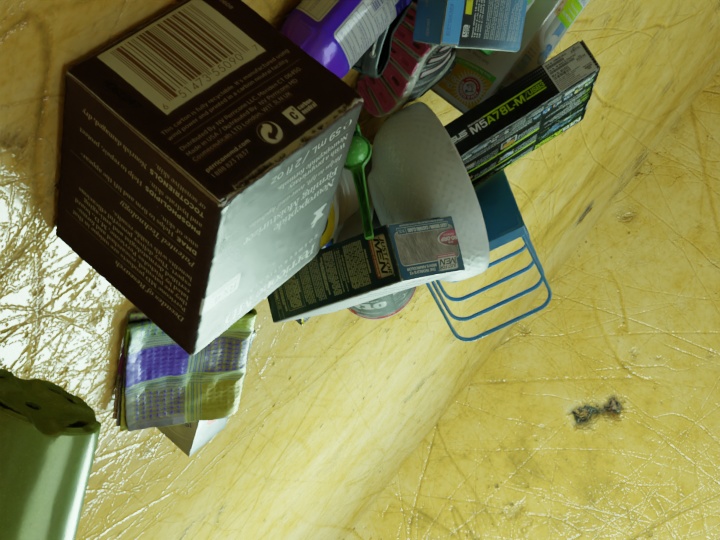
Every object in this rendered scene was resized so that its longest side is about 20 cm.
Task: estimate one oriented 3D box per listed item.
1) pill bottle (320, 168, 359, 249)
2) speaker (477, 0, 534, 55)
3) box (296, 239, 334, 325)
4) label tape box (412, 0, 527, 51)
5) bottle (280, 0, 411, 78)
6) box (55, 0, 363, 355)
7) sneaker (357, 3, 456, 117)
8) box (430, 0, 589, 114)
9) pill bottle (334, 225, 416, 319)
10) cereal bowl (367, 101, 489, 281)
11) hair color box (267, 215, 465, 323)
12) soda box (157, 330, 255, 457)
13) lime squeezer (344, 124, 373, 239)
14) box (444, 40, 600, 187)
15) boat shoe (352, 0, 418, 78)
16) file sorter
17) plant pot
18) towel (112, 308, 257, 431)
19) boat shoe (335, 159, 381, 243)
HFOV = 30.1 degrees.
[{"bbox_3d":[-0.093,-0.052,1.314,0.200,0.114,0.115,-38,160,-42],"label":"pill bottle"},{"bbox_3d":[0.170,-0.338,1.465,0.201,0.088,0.088,-54,165,8],"label":"speaker"},{"bbox_3d":[-0.073,-0.012,1.556,0.070,0.064,0.200,-46,164,-16],"label":"box"},{"bbox_3d":[0.097,-0.281,1.246,0.200,0.063,0.145,-13,113,-62],"label":"label tape box"},{"bbox_3d":[-0.032,-0.213,1.215,0.200,0.065,0.084,-49,159,-7],"label":"bottle"},{"bbox_3d":[-0.124,-0.080,1.061,0.166,0.164,0.201,-41,162,-34],"label":"box"},{"bbox_3d":[0.074,-0.252,1.424,0.087,0.074,0.200,-27,156,-56],"label":"sneaker"},{"bbox_3d":[0.165,-0.277,1.568,0.201,0.101,0.112,-54,164,9],"label":"box"},{"bbox_3d":[0.010,-0.015,1.698,0.114,0.114,0.200,-49,164,-8],"label":"pill bottle"},{"bbox_3d":[0.062,-0.076,1.455,0.083,0.201,0.200,-21,159,-8],"label":"cereal bowl"},{"bbox_3d":[0.000,0.000,1.383,0.100,0.061,0.199,-10,174,-45],"label":"hair color box"},{"bbox_3d":[-0.183,0.127,1.554,0.068,0.063,0.201,-38,160,-38],"label":"soda box"},{"bbox_3d":[-0.011,-0.132,1.304,0.037,0.202,0.071,-17,-172,-3],"label":"lime squeezer"},{"bbox_3d":[0.175,-0.167,1.545,0.199,0.048,0.193,-32,172,-2],"label":"box"},{"bbox_3d":[0.047,-0.276,1.303,0.201,0.062,0.073,-54,161,3],"label":"boat shoe"},{"bbox_3d":[0.143,-0.028,1.640,0.138,0.123,0.200,-25,-151,10],"label":"file sorter"},{"bbox_3d":[-0.314,0.194,1.154,0.191,0.199,0.200,-67,162,8],"label":"plant pot"},{"bbox_3d":[-0.187,0.106,1.431,0.142,0.023,0.201,-4,142,-18],"label":"towel"},{"bbox_3d":[0.019,-0.071,1.568,0.067,0.057,0.201,-18,-140,37],"label":"boat shoe"}]
